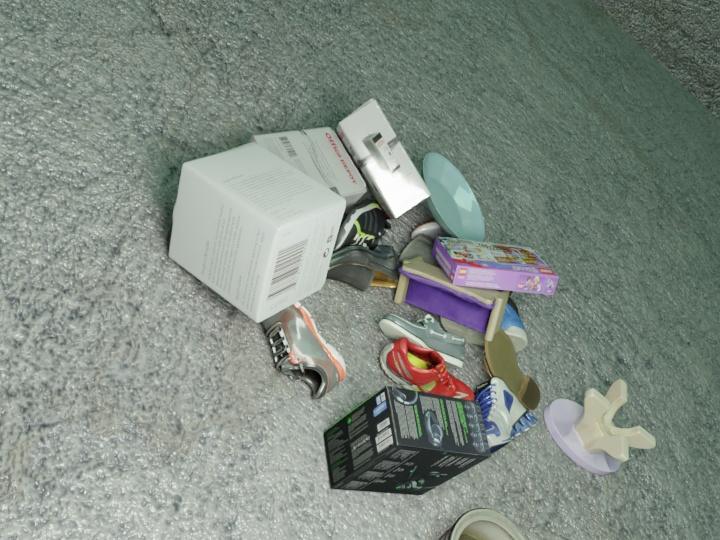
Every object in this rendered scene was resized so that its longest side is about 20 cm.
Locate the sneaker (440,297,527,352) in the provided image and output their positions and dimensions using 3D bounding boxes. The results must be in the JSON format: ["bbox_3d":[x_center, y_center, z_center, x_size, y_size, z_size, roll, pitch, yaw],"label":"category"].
[{"bbox_3d":[0.233,0.081,1.622,0.196,0.077,0.113,18,42,-22],"label":"sneaker"}]

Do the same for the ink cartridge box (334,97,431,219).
[{"bbox_3d":[0.037,-0.201,1.544,0.202,0.082,0.147,58,-3,-4],"label":"ink cartridge box"}]

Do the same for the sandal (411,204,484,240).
[{"bbox_3d":[0.175,-0.106,1.708,0.204,0.079,0.060,-9,68,-43],"label":"sandal"}]

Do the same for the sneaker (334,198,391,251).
[{"bbox_3d":[0.009,-0.072,1.518,0.083,0.072,0.200,45,32,0],"label":"sneaker"}]

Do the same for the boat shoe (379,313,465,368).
[{"bbox_3d":[0.113,0.112,1.477,0.198,0.072,0.063,30,74,-32],"label":"boat shoe"}]

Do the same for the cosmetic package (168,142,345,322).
[{"bbox_3d":[-0.158,-0.063,1.254,0.198,0.167,0.164,34,35,23],"label":"cosmetic package"}]

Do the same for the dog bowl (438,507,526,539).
[{"bbox_3d":[0.187,0.475,1.276,0.198,0.074,0.203,25,45,-27],"label":"dog bowl"}]

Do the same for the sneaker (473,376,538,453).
[{"bbox_3d":[0.231,0.259,1.487,0.198,0.080,0.116,-11,64,-54],"label":"sneaker"}]

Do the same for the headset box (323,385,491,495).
[{"bbox_3d":[0.074,0.262,1.257,0.197,0.174,0.094,14,51,-33],"label":"headset box"}]

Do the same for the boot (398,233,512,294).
[{"bbox_3d":[0.195,-0.007,1.609,0.198,0.074,0.181,28,30,27],"label":"boot"}]

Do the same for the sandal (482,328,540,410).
[{"bbox_3d":[0.263,0.189,1.580,0.213,0.069,0.078,52,58,-30],"label":"sandal"}]

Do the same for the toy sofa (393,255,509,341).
[{"bbox_3d":[0.158,0.050,1.487,0.197,0.085,0.097,22,21,23],"label":"toy sofa"}]

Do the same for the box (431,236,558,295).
[{"bbox_3d":[0.241,-0.009,1.507,0.195,0.040,0.137,6,22,-15],"label":"box"}]

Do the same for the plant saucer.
[{"bbox_3d":[0.170,-0.132,1.626,0.200,0.038,0.204,37,37,-34],"label":"plant saucer"}]

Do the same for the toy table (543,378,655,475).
[{"bbox_3d":[0.470,0.308,1.630,0.198,0.117,0.187,28,45,-25],"label":"toy table"}]

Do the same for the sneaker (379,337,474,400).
[{"bbox_3d":[0.126,0.182,1.435,0.198,0.085,0.078,31,44,-20],"label":"sneaker"}]

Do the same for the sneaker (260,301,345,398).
[{"bbox_3d":[-0.107,0.114,1.288,0.200,0.077,0.082,45,47,-4],"label":"sneaker"}]

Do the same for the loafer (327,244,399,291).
[{"bbox_3d":[0.000,0.000,1.475,0.197,0.073,0.074,-6,68,-43],"label":"loafer"}]

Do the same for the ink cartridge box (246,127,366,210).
[{"bbox_3d":[-0.105,-0.166,1.482,0.198,0.083,0.148,-16,71,-48],"label":"ink cartridge box"}]
